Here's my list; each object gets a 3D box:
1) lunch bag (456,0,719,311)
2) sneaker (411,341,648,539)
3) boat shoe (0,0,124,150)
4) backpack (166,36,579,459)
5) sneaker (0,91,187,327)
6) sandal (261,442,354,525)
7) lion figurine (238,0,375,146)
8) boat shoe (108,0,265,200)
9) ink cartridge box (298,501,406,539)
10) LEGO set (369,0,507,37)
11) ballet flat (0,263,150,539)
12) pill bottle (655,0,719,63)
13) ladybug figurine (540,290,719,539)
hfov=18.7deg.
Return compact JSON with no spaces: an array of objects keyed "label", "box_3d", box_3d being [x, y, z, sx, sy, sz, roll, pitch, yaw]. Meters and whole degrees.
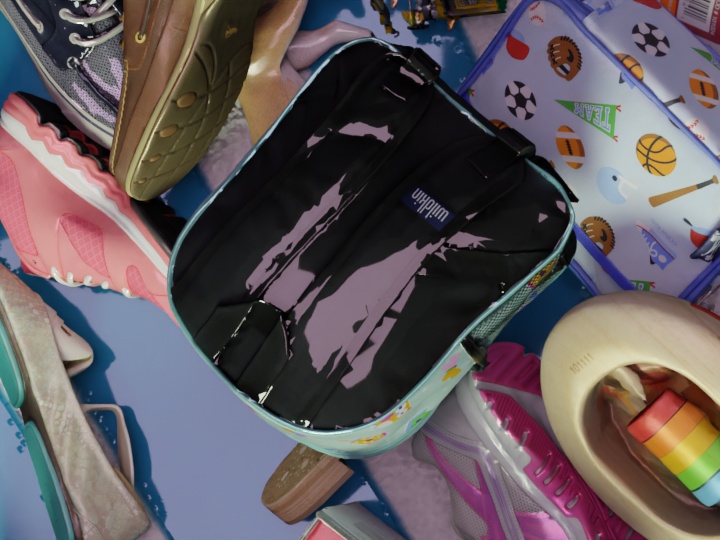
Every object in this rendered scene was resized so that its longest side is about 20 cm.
[{"label":"lunch bag","box_3d":[0.149,-0.063,1.253,0.200,0.075,0.160,50,138,11]},{"label":"sneaker","box_3d":[0.105,0.139,1.276,0.088,0.081,0.200,-31,95,39]},{"label":"boat shoe","box_3d":[-0.170,-0.160,1.318,0.075,0.093,0.200,-38,80,-24]},{"label":"backpack","box_3d":[0.000,0.000,1.193,0.176,0.153,0.200,41,79,11]},{"label":"sneaker","box_3d":[-0.161,-0.017,1.335,0.200,0.074,0.087,44,102,16]},{"label":"sandal","box_3d":[0.001,0.052,1.286,0.070,0.078,0.212,40,96,-17]},{"label":"lion figurine","box_3d":[-0.044,-0.093,1.325,0.122,0.072,0.201,-17,69,14]},{"label":"boat shoe","box_3d":[-0.104,-0.139,1.276,0.067,0.072,0.201,31,111,25]},{"label":"ink cartridge box","box_3d":[0.040,0.221,1.224,0.200,0.176,0.084,36,91,10]},{"label":"LEGO set","box_3d":[0.009,-0.210,1.263,0.115,0.200,0.154,-5,98,15]},{"label":"ballet flat","box_3d":[-0.183,0.078,1.335,0.062,0.067,0.201,-19,86,-22]},{"label":"pill bottle","box_3d":[0.270,-0.139,1.222,0.200,0.113,0.113,29,90,32]},{"label":"ladybug figurine","box_3d":[0.190,0.088,1.220,0.200,0.072,0.136,47,126,-2]}]
